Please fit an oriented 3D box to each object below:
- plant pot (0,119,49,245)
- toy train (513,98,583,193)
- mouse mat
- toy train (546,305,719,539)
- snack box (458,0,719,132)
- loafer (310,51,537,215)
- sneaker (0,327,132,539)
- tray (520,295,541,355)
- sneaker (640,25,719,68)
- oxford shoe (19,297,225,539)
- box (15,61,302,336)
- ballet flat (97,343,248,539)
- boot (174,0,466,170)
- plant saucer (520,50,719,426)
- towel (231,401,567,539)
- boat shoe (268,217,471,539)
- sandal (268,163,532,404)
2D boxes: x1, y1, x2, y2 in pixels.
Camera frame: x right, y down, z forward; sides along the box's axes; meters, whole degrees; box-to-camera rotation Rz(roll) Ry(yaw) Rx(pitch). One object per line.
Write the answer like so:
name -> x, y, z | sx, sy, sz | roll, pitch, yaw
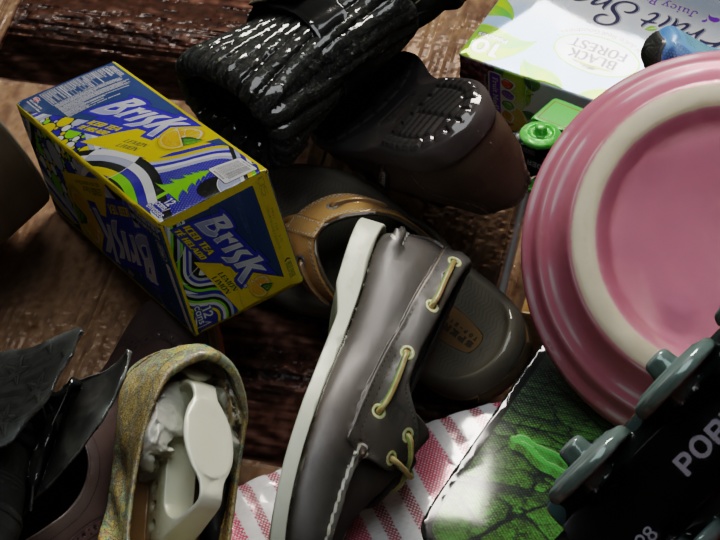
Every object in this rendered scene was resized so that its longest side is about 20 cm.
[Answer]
plant pot -> -0.292, -0.048, 1.182 | 0.174, 0.200, 0.200 | -45, 57, -11
toy train -> 0.167, -0.036, 1.167 | 0.200, 0.042, 0.056 | 25, 43, 24
mouse mat -> 0.147, 0.115, 1.071 | 0.200, 0.008, 0.161 | 26, 49, 14
toy train -> 0.161, 0.063, 0.992 | 0.085, 0.114, 0.200 | 44, 102, 8
snack box -> 0.163, -0.147, 1.305 | 0.142, 0.053, 0.200 | 20, 52, 22
loafer -> 0.031, -0.062, 1.201 | 0.073, 0.071, 0.200 | -42, 19, -3
sneaker -> -0.188, 0.089, 1.047 | 0.200, 0.060, 0.104 | -15, 51, 48
tray -> 0.190, 0.012, 1.169 | 0.199, 0.037, 0.099 | 10, 49, 13
sneaker -> 0.237, -0.094, 1.178 | 0.200, 0.090, 0.078 | 16, 27, -19
oxford shoe -> -0.119, 0.077, 1.098 | 0.071, 0.073, 0.200 | -14, 41, 29
box -> -0.107, -0.041, 1.180 | 0.064, 0.070, 0.200 | -27, 31, -17
ballet flat -> -0.084, 0.125, 1.027 | 0.070, 0.071, 0.200 | 1, 66, 6
boot -> -0.033, -0.128, 1.250 | 0.158, 0.079, 0.211 | -43, 11, -12
plant saucer -> 0.175, -0.012, 1.087 | 0.200, 0.051, 0.201 | -1, 78, 7
towel -> 0.029, 0.139, 1.074 | 0.200, 0.030, 0.146 | -17, 49, -14
boat shoe -> 0.004, 0.066, 1.067 | 0.060, 0.072, 0.202 | 14, 59, 4
sandal -> 0.000, 0.000, 1.166 | 0.200, 0.055, 0.082 | 37, 86, 32
